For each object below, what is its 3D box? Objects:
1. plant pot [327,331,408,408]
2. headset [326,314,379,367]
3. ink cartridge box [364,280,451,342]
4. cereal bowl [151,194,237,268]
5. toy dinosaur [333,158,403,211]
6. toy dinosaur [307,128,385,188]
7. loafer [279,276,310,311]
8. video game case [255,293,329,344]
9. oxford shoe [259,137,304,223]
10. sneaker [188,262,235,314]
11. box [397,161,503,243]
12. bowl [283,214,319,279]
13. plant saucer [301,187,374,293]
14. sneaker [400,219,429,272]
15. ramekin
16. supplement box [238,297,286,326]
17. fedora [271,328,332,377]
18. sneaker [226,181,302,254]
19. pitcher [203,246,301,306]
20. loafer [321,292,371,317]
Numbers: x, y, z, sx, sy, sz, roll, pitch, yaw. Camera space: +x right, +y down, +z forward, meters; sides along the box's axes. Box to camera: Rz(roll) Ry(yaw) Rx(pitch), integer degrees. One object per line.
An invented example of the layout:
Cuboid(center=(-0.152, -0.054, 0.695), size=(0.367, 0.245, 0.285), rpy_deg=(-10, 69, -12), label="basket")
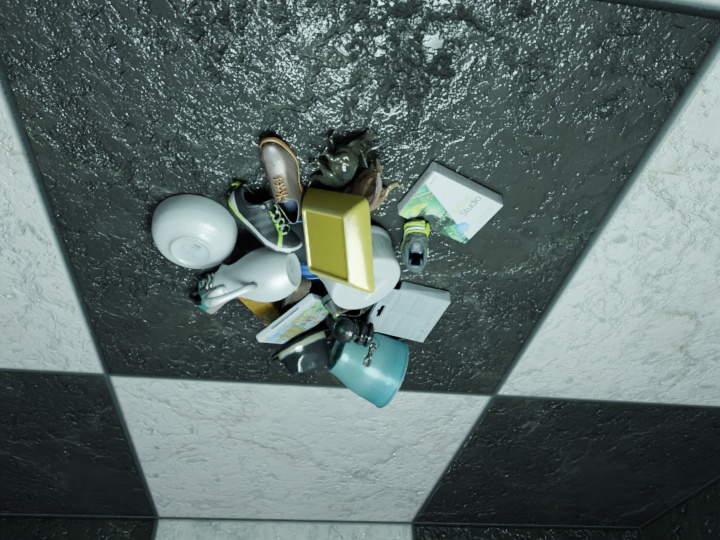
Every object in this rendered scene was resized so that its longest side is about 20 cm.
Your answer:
Cuboid(center=(0.011, 0.261, 1.641), size=(0.184, 0.203, 0.201), rpy_deg=(25, 134, -15), label="plant pot")
Cuboid(center=(-0.017, 0.176, 1.518), size=(0.121, 0.199, 0.097), rpy_deg=(15, 97, -35), label="headset")
Cuboid(center=(0.121, 0.111, 1.581), size=(0.194, 0.041, 0.202), rpy_deg=(13, 137, -15), label="ink cartridge box")
Cuboid(center=(-0.383, -0.072, 1.316), size=(0.193, 0.085, 0.203), rpy_deg=(-1, 139, 0), label="cereal bowl")
Cuboid(center=(0.005, -0.150, 1.195), size=(0.136, 0.200, 0.086), rpy_deg=(-45, 105, -8), label="toy dinosaur")
Cuboid(center=(-0.048, -0.211, 1.177), size=(0.101, 0.078, 0.200), rpy_deg=(34, 125, -17), label="toy dinosaur")
Cuboid(center=(-0.163, 0.062, 1.446), size=(0.069, 0.075, 0.200), rpy_deg=(3, 167, -13), label="loafer")
Cuboid(center=(-0.157, 0.131, 1.493), size=(0.180, 0.022, 0.200), rpy_deg=(-37, 163, 9), label="video game case")
Cuboid(center=(-0.159, -0.186, 1.201), size=(0.069, 0.074, 0.202), rpy_deg=(-11, 138, 11), label="oxford shoe")
Cuboid(center=(-0.366, 0.039, 1.452), size=(0.079, 0.073, 0.199), rpy_deg=(27, 130, -29), label="sneaker")
Cuboid(center=(0.201, -0.147, 1.292), size=(0.196, 0.037, 0.145), rpy_deg=(21, 135, -22), label="box")
Cuboid(center=(-0.127, -0.059, 1.375), size=(0.194, 0.040, 0.204), rpy_deg=(-1, 139, -1), label="bowl")
Cuboid(center=(-0.059, -0.061, 1.213), size=(0.048, 0.197, 0.206), rpy_deg=(-20, 115, -39), label="plant saucer")
Cuboid(center=(0.127, -0.038, 1.360), size=(0.071, 0.083, 0.201), rpy_deg=(2, 155, 8), label="sneaker")
Cuboid(center=(0.000, 0.000, 1.358), size=(0.195, 0.099, 0.203), rpy_deg=(-18, 146, -13), label="ramekin")
Cuboid(center=(-0.247, 0.084, 1.514), size=(0.065, 0.070, 0.201), rpy_deg=(-17, 140, 19), label="supplement box")
Cuboid(center=(-0.149, 0.239, 1.606), size=(0.197, 0.093, 0.201), rpy_deg=(-27, 169, -6), label="fedora")
Cuboid(center=(-0.204, -0.116, 1.249), size=(0.198, 0.072, 0.083), rpy_deg=(35, 125, -8), label="sneaker")
Cuboid(center=(-0.244, 0.025, 1.292), size=(0.194, 0.172, 0.124), rpy_deg=(-10, 114, 18), label="pitcher")
Cuboid(center=(-0.028, 0.099, 1.484), size=(0.072, 0.064, 0.198), rpy_deg=(-40, 155, 23), label="loafer")
